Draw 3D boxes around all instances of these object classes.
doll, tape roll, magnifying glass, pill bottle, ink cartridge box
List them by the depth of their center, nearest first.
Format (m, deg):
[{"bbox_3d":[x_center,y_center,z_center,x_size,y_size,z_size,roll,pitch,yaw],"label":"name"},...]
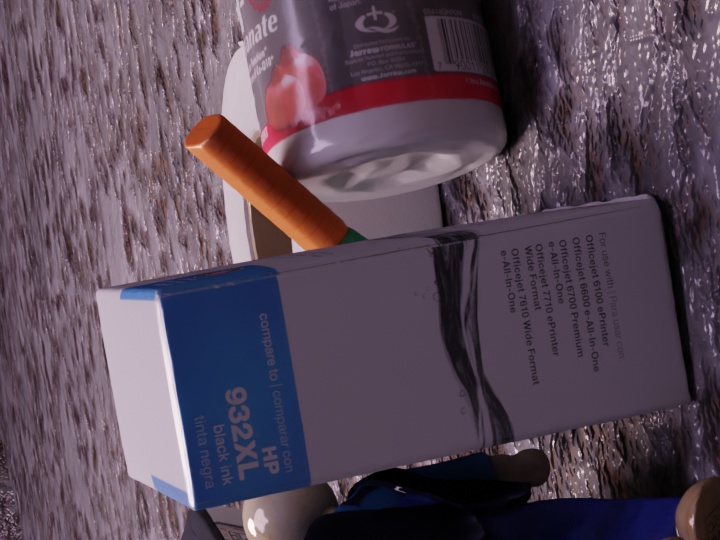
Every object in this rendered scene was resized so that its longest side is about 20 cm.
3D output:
[{"bbox_3d":[0.041,0.103,0.832,0.199,0.136,0.049,1,117,33],"label":"doll"},{"bbox_3d":[0.009,0.030,0.859,0.145,0.199,0.084,176,84,-74],"label":"ink cartridge box"},{"bbox_3d":[0.000,0.000,0.966,0.200,0.022,0.080,43,159,-25],"label":"magnifying glass"},{"bbox_3d":[-0.005,-0.140,0.989,0.111,0.110,0.201,135,126,-71],"label":"pill bottle"},{"bbox_3d":[-0.018,-0.028,1.172,0.202,0.071,0.203,172,90,-75],"label":"tape roll"}]

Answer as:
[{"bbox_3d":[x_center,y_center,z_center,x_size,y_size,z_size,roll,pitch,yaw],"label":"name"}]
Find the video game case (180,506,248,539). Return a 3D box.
[{"bbox_3d":[0.035,0.153,0.873,0.200,0.180,0.026,-138,64,-67],"label":"video game case"}]
